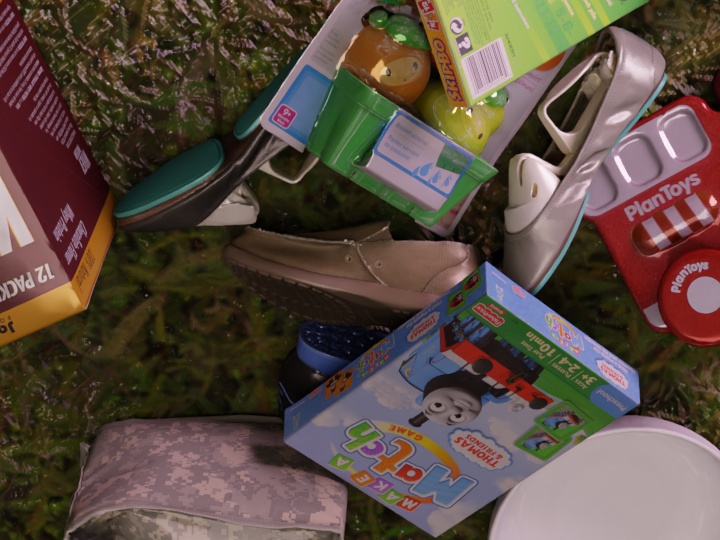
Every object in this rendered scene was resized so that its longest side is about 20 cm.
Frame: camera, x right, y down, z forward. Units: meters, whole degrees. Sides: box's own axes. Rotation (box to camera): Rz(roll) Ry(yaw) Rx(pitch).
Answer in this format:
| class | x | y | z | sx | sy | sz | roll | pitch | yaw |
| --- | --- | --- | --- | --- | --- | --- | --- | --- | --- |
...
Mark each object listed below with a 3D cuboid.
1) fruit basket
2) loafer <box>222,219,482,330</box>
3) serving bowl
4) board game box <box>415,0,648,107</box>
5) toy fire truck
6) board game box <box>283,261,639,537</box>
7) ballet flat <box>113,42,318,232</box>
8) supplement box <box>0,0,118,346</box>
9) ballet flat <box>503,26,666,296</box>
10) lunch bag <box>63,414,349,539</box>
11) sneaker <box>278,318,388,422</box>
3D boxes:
| class | x | y | z | sx | sy | sz | roll | pitch | yaw |
| --- | --- | --- | --- | --- | --- | --- | --- | --- | --- |
| fruit basket | 0.055 | -0.137 | 1.498 | 0.185 | 0.094 | 0.200 | 30 | 103 | -37 |
| loafer | 0.000 | 0.000 | 1.570 | 0.199 | 0.076 | 0.068 | 14 | 69 | 17 |
| serving bowl | 0.187 | 0.188 | 1.636 | 0.199 | 0.066 | 0.201 | -2 | 115 | -4 |
| board game box | 0.120 | -0.192 | 1.479 | 0.200 | 0.030 | 0.096 | -31 | 111 | -31 |
| toy fire truck | 0.257 | -0.049 | 1.545 | 0.199 | 0.112 | 0.168 | -30 | 85 | 13 |
| board game box | 0.068 | 0.094 | 1.540 | 0.151 | 0.037 | 0.200 | 34 | 126 | -28 |
| ballet flat | -0.079 | -0.074 | 1.559 | 0.200 | 0.068 | 0.068 | -37 | 112 | 13 |
| supplement box | -0.272 | -0.067 | 1.494 | 0.132 | 0.197 | 0.201 | -23 | 108 | 9 |
| ballet flat | 0.136 | -0.077 | 1.525 | 0.064 | 0.067 | 0.201 | 34 | 84 | -19 |
| lunch bag | -0.111 | 0.179 | 1.593 | 0.199 | 0.164 | 0.118 | 9 | 112 | -2 |
| sneaker | 0.037 | 0.100 | 1.619 | 0.199 | 0.070 | 0.078 | 19 | 121 | -4 |
